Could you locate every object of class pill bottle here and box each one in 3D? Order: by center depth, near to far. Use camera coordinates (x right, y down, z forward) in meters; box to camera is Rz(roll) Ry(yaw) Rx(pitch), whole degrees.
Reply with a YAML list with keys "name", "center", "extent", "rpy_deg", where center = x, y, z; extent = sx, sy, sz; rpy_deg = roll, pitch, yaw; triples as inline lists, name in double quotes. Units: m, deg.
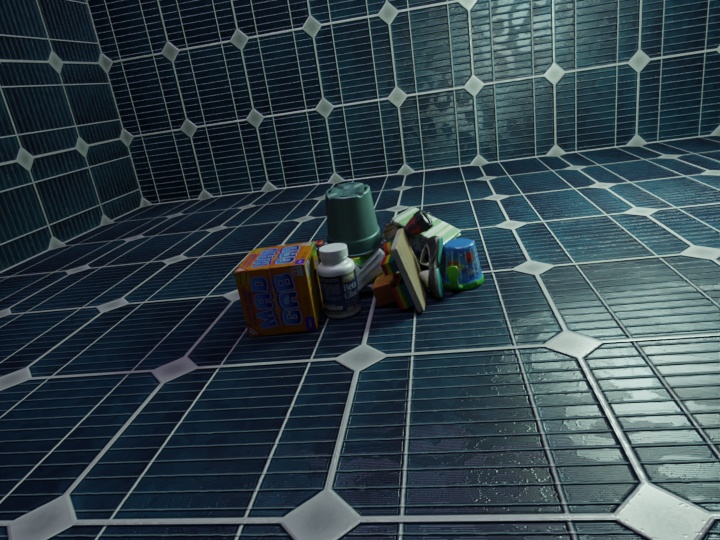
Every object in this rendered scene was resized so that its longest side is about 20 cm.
- name: "pill bottle"
  center: [-0.065, 0.028, 1.514]
  extent: [0.110, 0.202, 0.111]
  rpy_deg: [-8, 20, 3]

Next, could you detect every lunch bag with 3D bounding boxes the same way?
- name: "lunch bag"
  center: [0.256, -0.081, 1.757]
  extent: [0.198, 0.083, 0.161]
  rpy_deg: [17, 16, -15]

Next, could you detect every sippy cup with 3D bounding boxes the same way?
- name: "sippy cup"
  center: [0.308, -0.025, 1.606]
  extent: [0.138, 0.131, 0.178]
  rpy_deg: [-11, 19, -9]

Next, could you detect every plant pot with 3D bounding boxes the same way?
- name: "plant pot"
  center: [-0.031, -0.174, 1.721]
  extent: [0.198, 0.198, 0.201]
  rpy_deg: [-7, 28, 4]

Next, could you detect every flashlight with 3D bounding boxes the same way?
- name: "flashlight"
  center: [0.133, -0.109, 1.633]
  extent: [0.200, 0.068, 0.068]
  rpy_deg: [-37, 36, 27]

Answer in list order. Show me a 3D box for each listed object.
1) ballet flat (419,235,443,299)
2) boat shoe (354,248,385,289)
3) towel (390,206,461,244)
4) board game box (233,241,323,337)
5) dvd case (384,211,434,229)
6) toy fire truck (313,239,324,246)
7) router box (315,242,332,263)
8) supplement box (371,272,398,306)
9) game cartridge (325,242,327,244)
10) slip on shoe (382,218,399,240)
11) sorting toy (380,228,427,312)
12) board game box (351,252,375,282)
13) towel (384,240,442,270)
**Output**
- name: "ballet flat"
  center: [0.214, -0.007, 1.565]
  extent: [0.068, 0.202, 0.068]
  rpy_deg: [-5, -24, 23]
- name: "boat shoe"
  center: [0.002, 0.007, 1.627]
  extent: [0.200, 0.072, 0.070]
  rpy_deg: [-39, 8, 9]
- name: "towel"
  center: [0.215, -0.143, 1.704]
  extent: [0.199, 0.024, 0.152]
  rpy_deg: [30, 36, 23]
- name: "board game box"
  center: [-0.225, 0.051, 1.519]
  extent: [0.198, 0.202, 0.200]
  rpy_deg: [-7, 20, 6]
- name: "dvd case"
  center: [0.207, -0.137, 1.884]
  extent: [0.199, 0.150, 0.025]
  rpy_deg: [-12, 47, 44]
- name: "toy fire truck"
  center: [-0.105, -0.051, 1.837]
  extent: [0.198, 0.113, 0.168]
  rpy_deg: [-20, 14, -4]
- name: "router box"
  center: [-0.164, 0.012, 1.668]
  extent: [0.198, 0.159, 0.052]
  rpy_deg: [-13, 20, -13]
- name: "supplement box"
  center: [0.087, 0.037, 1.610]
  extent: [0.066, 0.069, 0.200]
  rpy_deg: [-18, 14, 16]
- name: "game cartridge"
  center: [-0.079, -0.092, 2.102]
  extent: [0.198, 0.041, 0.133]
  rpy_deg: [-12, 23, -8]
- name: "slip on shoe"
  center: [0.119, -0.129, 1.800]
  extent: [0.060, 0.077, 0.200]
  rpy_deg: [21, -6, -4]
- name: "sorting toy"
  center: [0.124, 0.003, 1.528]
  extent: [0.069, 0.201, 0.199]
  rpy_deg: [-21, 16, 17]
- name: "board game box"
  center: [0.000, 0.000, 1.703]
  extent: [0.199, 0.096, 0.030]
  rpy_deg: [-16, 21, -32]
- name: "towel"
  center: [0.182, -0.042, 1.743]
  extent: [0.198, 0.031, 0.149]
  rpy_deg: [15, 19, -21]
